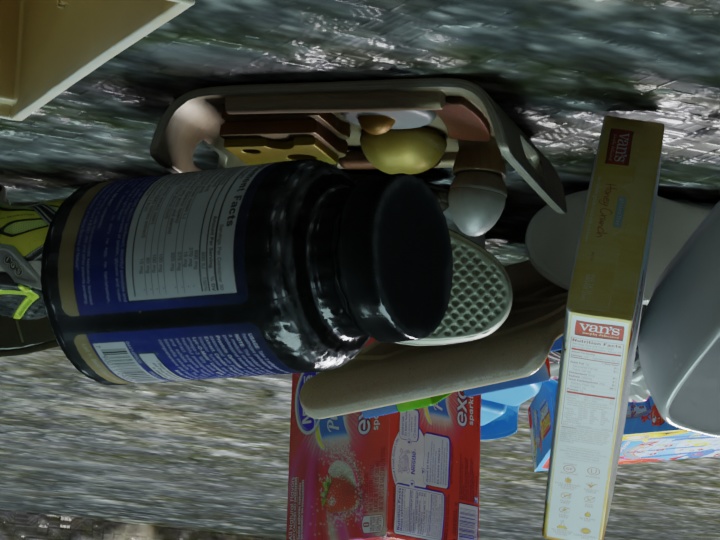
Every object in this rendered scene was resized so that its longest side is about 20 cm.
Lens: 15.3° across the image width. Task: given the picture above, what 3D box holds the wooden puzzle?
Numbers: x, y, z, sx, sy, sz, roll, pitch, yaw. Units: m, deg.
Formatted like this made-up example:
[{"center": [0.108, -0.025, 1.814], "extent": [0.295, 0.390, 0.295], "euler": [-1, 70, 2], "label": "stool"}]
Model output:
[{"center": [0.085, 0.044, 1.676], "extent": [0.185, 0.046, 0.200], "euler": [-14, -168, 35], "label": "wooden puzzle"}]

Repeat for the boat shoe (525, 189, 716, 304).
[{"center": [0.197, -0.013, 1.619], "extent": [0.200, 0.072, 0.069], "euler": [-5, 169, -5], "label": "boat shoe"}]

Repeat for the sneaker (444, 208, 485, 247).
[{"center": [0.000, 0.000, 1.687], "extent": [0.070, 0.080, 0.200], "euler": [10, 168, -39], "label": "sneaker"}]

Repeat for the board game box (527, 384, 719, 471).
[{"center": [0.243, 0.117, 2.184], "extent": [0.195, 0.056, 0.200], "euler": [-5, 169, -2], "label": "board game box"}]

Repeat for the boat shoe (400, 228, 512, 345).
[{"center": [-0.007, 0.001, 1.555], "extent": [0.200, 0.075, 0.062], "euler": [6, 180, 15], "label": "boat shoe"}]

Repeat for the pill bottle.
[{"center": [-0.058, 0.000, 1.406], "extent": [0.200, 0.112, 0.112], "euler": [-4, 166, 29], "label": "pill bottle"}]

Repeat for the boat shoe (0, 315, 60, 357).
[{"center": [-0.217, 0.019, 1.839], "extent": [0.200, 0.072, 0.068], "euler": [3, -169, -6], "label": "boat shoe"}]

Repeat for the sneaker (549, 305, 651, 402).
[{"center": [0.136, 0.027, 1.804], "extent": [0.087, 0.074, 0.200], "euler": [50, 166, -26], "label": "sneaker"}]

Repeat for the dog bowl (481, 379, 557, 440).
[{"center": [0.089, 0.080, 2.067], "extent": [0.111, 0.050, 0.200], "euler": [14, 159, -17], "label": "dog bowl"}]

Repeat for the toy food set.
[{"center": [0.001, -0.055, 1.458], "extent": [0.200, 0.061, 0.143], "euler": [-1, 168, 17], "label": "toy food set"}]

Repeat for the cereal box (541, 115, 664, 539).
[{"center": [0.131, 0.035, 1.462], "extent": [0.039, 0.144, 0.200], "euler": [8, 139, 7], "label": "cereal box"}]

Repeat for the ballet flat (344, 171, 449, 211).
[{"center": [-0.041, -0.032, 1.615], "extent": [0.200, 0.046, 0.067], "euler": [-1, 169, 19], "label": "ballet flat"}]

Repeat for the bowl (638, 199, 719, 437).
[{"center": [0.247, -0.001, 1.445], "extent": [0.200, 0.075, 0.200], "euler": [9, 125, -47], "label": "bowl"}]

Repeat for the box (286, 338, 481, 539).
[{"center": [0.017, 0.093, 1.831], "extent": [0.095, 0.200, 0.100], "euler": [-10, 163, 40], "label": "box"}]

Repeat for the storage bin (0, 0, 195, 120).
[{"center": [-0.189, -0.137, 1.025], "extent": [0.198, 0.094, 0.200], "euler": [8, 168, -24], "label": "storage bin"}]

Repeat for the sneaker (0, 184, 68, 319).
[{"center": [-0.165, -0.006, 1.640], "extent": [0.200, 0.077, 0.075], "euler": [13, 158, 14], "label": "sneaker"}]
